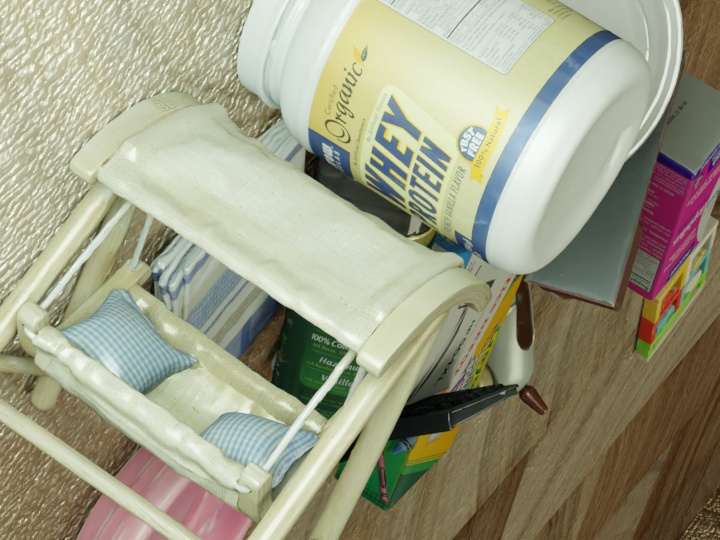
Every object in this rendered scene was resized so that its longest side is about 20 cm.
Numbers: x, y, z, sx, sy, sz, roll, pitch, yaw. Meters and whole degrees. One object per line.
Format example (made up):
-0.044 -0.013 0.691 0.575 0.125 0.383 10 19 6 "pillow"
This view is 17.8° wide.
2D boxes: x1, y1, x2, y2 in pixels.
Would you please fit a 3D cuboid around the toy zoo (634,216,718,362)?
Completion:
0.378 0.015 2.744 0.131 0.020 0.200 -51 162 -21 "toy zoo"

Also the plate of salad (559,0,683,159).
0.114 -0.144 1.503 0.200 0.200 0.048 -61 -158 11 "plate of salad"

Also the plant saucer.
-0.132 0.173 1.538 0.201 0.051 0.201 -49 161 -23 "plant saucer"

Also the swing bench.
-0.072 0.034 1.200 0.200 0.199 0.130 -59 163 5 "swing bench"

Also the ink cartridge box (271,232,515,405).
0.036 0.019 1.677 0.146 0.084 0.200 -62 163 16 "ink cartridge box"

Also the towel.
-0.083 0.005 1.425 0.147 0.024 0.200 -51 164 -28 "towel"

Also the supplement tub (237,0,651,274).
0.045 -0.104 1.281 0.144 0.200 0.145 -50 162 -23 "supplement tub"

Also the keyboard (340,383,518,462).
0.021 0.116 1.734 0.127 0.021 0.200 -26 -175 -31 "keyboard"

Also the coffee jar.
0.000 0.000 1.493 0.104 0.085 0.200 -74 176 -57 "coffee jar"

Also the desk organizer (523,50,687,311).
0.191 -0.074 1.763 0.077 0.072 0.201 29 77 -76 "desk organizer"

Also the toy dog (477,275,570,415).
0.144 0.053 2.022 0.132 0.096 0.200 -47 160 -32 "toy dog"

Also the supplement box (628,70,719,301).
0.273 -0.082 2.138 0.101 0.103 0.200 -48 163 -31 "supplement box"

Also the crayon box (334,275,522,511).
0.055 0.086 1.890 0.119 0.058 0.200 -40 155 -52 "crayon box"
